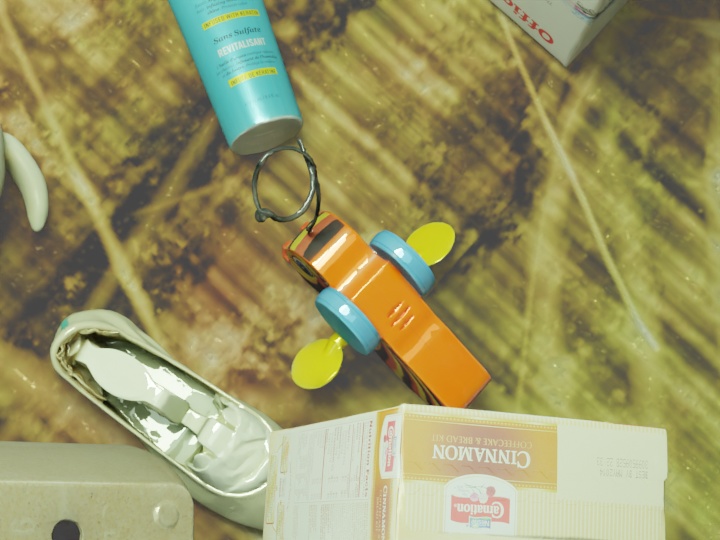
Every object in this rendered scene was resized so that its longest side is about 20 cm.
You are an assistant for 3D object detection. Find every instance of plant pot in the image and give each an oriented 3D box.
[{"bbox_3d":[-0.182,0.183,0.726,0.198,0.176,0.203,6,76,-30],"label":"plant pot"}]

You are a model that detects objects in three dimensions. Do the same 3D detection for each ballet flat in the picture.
[{"bbox_3d":[-0.107,0.092,0.842,0.199,0.070,0.070,34,78,2],"label":"ballet flat"}]

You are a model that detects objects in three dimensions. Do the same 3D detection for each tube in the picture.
[{"bbox_3d":[-0.094,-0.176,0.912,0.077,0.050,0.202,-16,75,-21],"label":"tube"}]

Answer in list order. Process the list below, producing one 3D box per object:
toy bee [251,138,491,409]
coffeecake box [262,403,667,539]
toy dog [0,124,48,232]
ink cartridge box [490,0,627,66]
[{"bbox_3d":[0.000,0.000,0.864,0.130,0.109,0.202,-24,106,-17],"label":"toy bee"},{"bbox_3d":[0.049,0.123,0.761,0.152,0.200,0.074,8,78,-21],"label":"coffeecake box"},{"bbox_3d":[-0.295,-0.008,0.826,0.193,0.139,0.203,22,72,-43],"label":"toy dog"},{"bbox_3d":[0.141,-0.258,0.866,0.147,0.200,0.145,43,76,5],"label":"ink cartridge box"}]
